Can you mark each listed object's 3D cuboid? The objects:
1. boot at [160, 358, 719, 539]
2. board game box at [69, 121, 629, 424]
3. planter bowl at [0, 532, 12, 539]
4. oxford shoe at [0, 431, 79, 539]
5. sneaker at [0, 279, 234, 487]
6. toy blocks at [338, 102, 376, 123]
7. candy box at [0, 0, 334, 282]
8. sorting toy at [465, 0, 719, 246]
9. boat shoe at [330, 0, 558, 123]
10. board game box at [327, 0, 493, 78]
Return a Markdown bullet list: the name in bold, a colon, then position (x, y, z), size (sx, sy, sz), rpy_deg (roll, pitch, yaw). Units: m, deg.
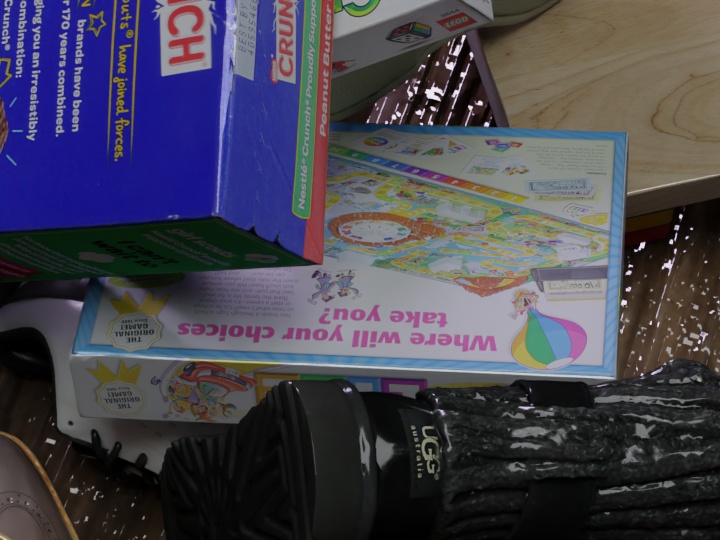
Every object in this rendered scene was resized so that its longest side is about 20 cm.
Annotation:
- **boot**: position (0.025, 0.086, 0.951), size (0.157, 0.211, 0.080), rpy_deg (-2, 78, -22)
- **board game box**: position (0.000, 0.000, 1.039), size (0.198, 0.034, 0.135), rpy_deg (3, 44, 6)
- **planter bowl**: position (-0.077, 0.164, 0.906), size (0.200, 0.200, 0.084), rpy_deg (31, 80, 16)
- **oxford shoe**: position (-0.129, 0.140, 1.018), size (0.071, 0.073, 0.201), rpy_deg (-9, 59, -7)
- **sneaker**: position (-0.069, 0.064, 1.074), size (0.080, 0.074, 0.200), rpy_deg (-36, 58, -17)
- **toy blocks**: position (-0.063, -0.107, 1.167), size (0.199, 0.100, 0.137), rpy_deg (13, 47, 13)
- **candy box**: position (-0.109, -0.086, 1.003), size (0.199, 0.077, 0.170), rpy_deg (-3, 77, 32)
- **sorting toy**: position (0.140, -0.108, 1.181), size (0.199, 0.070, 0.200), rpy_deg (-12, 60, -9)
- **boat shoe**: position (0.031, -0.129, 1.105), size (0.199, 0.075, 0.066), rpy_deg (-35, 60, -23)
- **board game box**: position (-0.050, -0.125, 1.045), size (0.199, 0.035, 0.127), rpy_deg (-18, 67, 27)
